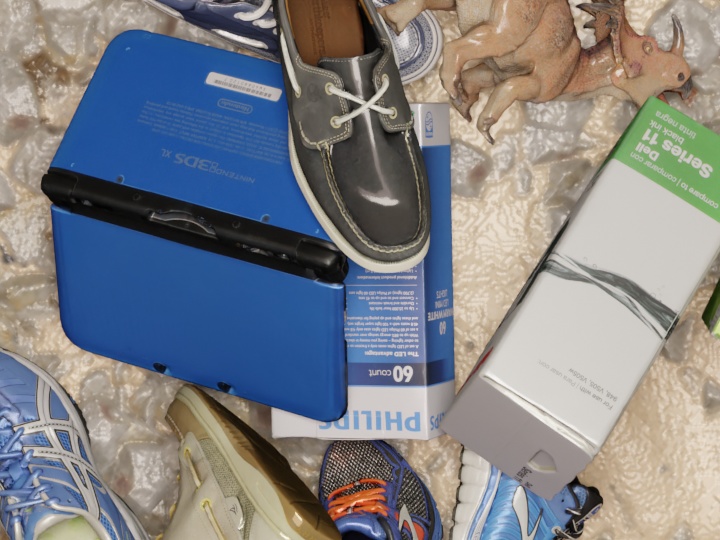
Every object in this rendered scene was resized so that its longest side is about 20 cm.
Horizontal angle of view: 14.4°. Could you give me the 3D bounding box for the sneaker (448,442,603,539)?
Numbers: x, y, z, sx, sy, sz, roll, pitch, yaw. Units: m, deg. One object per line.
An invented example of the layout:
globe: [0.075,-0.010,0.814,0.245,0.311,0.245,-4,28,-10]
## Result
sneaker: [0.100,0.155,1.716,0.089,0.079,0.200,7,94,6]

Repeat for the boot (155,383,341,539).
boot: [-0.104,0.163,1.675,0.072,0.200,0.155,37,95,-31]

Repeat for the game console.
game console: [-0.078,-0.029,1.700,0.200,0.118,0.171,16,69,22]

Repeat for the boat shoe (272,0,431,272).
boat shoe: [-0.008,-0.095,1.606,0.072,0.068,0.200,-13,71,-9]

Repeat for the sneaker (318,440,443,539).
sneaker: [0.007,0.162,1.675,0.075,0.200,0.079,-21,128,7]

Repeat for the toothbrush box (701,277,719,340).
toothbrush box: [0.279,-0.039,1.658,0.086,0.146,0.200,26,96,2]

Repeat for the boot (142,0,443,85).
boot: [-0.049,-0.157,1.700,0.200,0.090,0.073,15,94,3]

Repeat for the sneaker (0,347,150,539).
sneaker: [-0.194,0.126,1.734,0.076,0.077,0.200,-39,89,7]

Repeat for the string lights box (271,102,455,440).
string lights box: [0.000,0.000,1.711,0.103,0.059,0.201,0,94,20]

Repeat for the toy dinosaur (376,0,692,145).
toy dinosaur: [0.098,-0.151,1.667,0.136,0.086,0.200,-41,135,2]

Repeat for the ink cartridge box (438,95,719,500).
ink cartridge box: [0.137,0.019,1.640,0.083,0.147,0.200,32,72,1]
